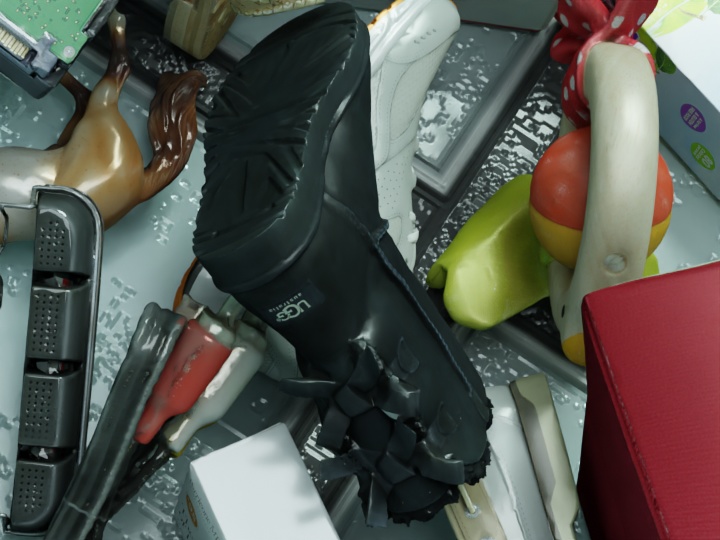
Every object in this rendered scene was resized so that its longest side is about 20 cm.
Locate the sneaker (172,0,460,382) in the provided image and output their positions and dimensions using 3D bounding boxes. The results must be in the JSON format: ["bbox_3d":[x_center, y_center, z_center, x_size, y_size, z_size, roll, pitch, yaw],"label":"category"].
[{"bbox_3d":[-0.001,-0.033,1.372,0.092,0.076,0.200,35,76,-5],"label":"sneaker"}]

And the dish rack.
[{"bbox_3d":[-0.214,0.033,1.291,0.199,0.055,0.154,5,90,-3],"label":"dish rack"}]

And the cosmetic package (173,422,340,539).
[{"bbox_3d":[-0.017,0.172,1.283,0.050,0.083,0.201,-21,75,-17],"label":"cosmetic package"}]

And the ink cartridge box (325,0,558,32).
[{"bbox_3d":[0.034,-0.228,1.433,0.144,0.083,0.201,7,70,-7],"label":"ink cartridge box"}]

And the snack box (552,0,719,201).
[{"bbox_3d":[0.220,-0.108,1.434,0.168,0.068,0.200,-40,83,-21],"label":"snack box"}]

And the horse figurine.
[{"bbox_3d":[-0.157,-0.050,1.354,0.199,0.050,0.133,-12,66,-11],"label":"horse figurine"}]

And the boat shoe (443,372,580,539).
[{"bbox_3d":[0.072,0.149,1.318,0.068,0.075,0.201,-13,73,2],"label":"boat shoe"}]

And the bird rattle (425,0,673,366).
[{"bbox_3d":[0.111,-0.047,1.326,0.112,0.201,0.163,12,27,-12],"label":"bird rattle"}]

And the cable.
[{"bbox_3d":[-0.097,0.090,1.266,0.050,0.097,0.201,26,85,10],"label":"cable"}]

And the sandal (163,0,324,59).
[{"bbox_3d":[-0.036,-0.141,1.313,0.069,0.212,0.078,32,68,4],"label":"sandal"}]

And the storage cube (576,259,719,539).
[{"bbox_3d":[0.194,0.106,1.261,0.199,0.171,0.180,-13,56,-5],"label":"storage cube"}]

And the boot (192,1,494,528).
[{"bbox_3d":[0.001,-0.001,1.283,0.163,0.073,0.199,54,26,-28],"label":"boot"}]

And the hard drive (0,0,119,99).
[{"bbox_3d":[-0.132,-0.191,1.276,0.139,0.038,0.200,36,68,-10],"label":"hard drive"}]
